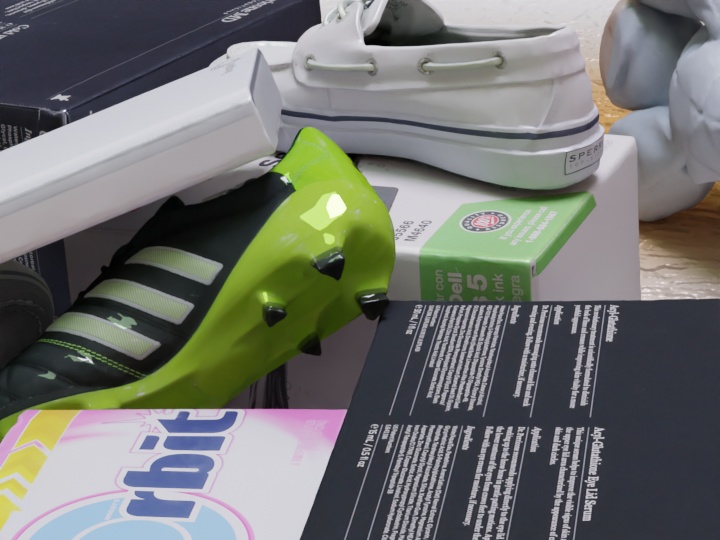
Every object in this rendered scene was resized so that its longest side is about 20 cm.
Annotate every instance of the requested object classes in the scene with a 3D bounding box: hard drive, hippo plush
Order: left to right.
[{"bbox_3d":[-0.127,-0.029,0.809,0.199,0.027,0.132,-21,13,4],"label":"hard drive"},{"bbox_3d":[0.212,-0.097,0.971,0.160,0.160,0.200,2,2,-14],"label":"hippo plush"}]

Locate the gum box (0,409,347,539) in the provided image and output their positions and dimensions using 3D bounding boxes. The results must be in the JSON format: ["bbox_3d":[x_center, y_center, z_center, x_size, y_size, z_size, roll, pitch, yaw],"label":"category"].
[{"bbox_3d":[-0.070,0.109,0.653,0.113,0.066,0.200,1,23,9],"label":"gum box"}]

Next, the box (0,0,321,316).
[{"bbox_3d":[-0.143,-0.069,1.046,0.181,0.105,0.200,10,27,33],"label":"box"}]

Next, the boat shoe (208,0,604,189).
[{"bbox_3d":[0.015,-0.085,0.879,0.199,0.067,0.073,11,26,36],"label":"boat shoe"}]

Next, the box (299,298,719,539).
[{"bbox_3d":[0.064,0.081,0.682,0.140,0.079,0.200,-3,22,11],"label":"box"}]

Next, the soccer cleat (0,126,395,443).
[{"bbox_3d":[-0.077,0.024,0.781,0.200,0.068,0.081,-32,45,7],"label":"soccer cleat"}]

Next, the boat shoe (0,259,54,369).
[{"bbox_3d":[-0.184,0.059,0.810,0.071,0.070,0.200,28,41,34],"label":"boat shoe"}]

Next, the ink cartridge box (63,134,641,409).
[{"bbox_3d":[0.000,0.000,0.877,0.199,0.084,0.146,5,24,22],"label":"ink cartridge box"}]
